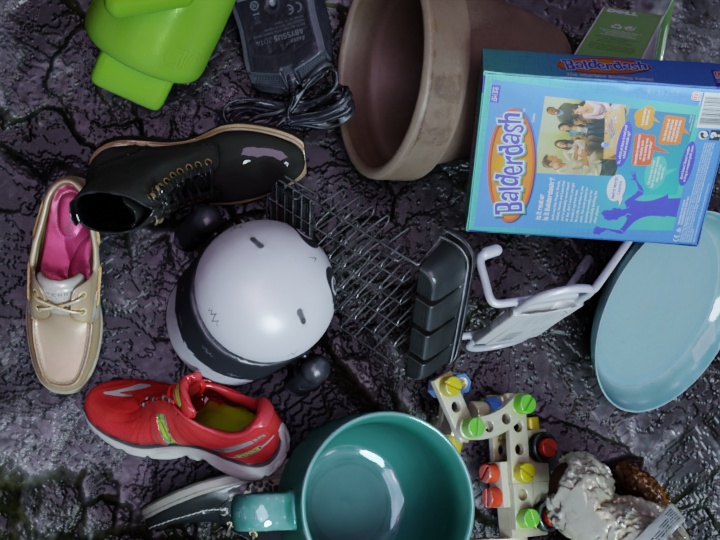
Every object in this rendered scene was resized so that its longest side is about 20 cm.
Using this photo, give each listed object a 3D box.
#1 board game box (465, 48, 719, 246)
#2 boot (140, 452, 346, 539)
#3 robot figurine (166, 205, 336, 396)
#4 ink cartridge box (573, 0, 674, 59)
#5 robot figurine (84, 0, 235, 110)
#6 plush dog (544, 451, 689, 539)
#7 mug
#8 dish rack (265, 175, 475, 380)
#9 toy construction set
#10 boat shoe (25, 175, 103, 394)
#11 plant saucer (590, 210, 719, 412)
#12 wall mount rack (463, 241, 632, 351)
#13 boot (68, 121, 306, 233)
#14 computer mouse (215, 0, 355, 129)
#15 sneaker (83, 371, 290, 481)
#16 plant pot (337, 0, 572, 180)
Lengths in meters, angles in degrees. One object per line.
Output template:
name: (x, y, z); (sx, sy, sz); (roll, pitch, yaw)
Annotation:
board game box: (0.191, -0.099, 0.942); (0.199, 0.045, 0.153); (4, 127, 1)
boot: (-0.085, 0.252, 1.037); (0.202, 0.073, 0.155); (-13, 83, -10)
robot figurine: (-0.095, 0.029, 0.986); (0.149, 0.200, 0.126); (17, 69, -16)
ink cartridge box: (0.231, -0.171, 1.041); (0.059, 0.200, 0.104); (14, 129, 18)
robot figurine: (-0.171, -0.248, 1.019); (0.115, 0.176, 0.201); (24, 112, -12)
plush dog: (0.252, 0.264, 1.029); (0.160, 0.172, 0.201); (3, 89, 26)
mug: (-0.008, 0.190, 0.974); (0.185, 0.114, 0.153); (33, 71, -11)
dish rack: (0.000, 0.000, 1.014); (0.199, 0.154, 0.055); (32, 50, 24)
toy construction set: (0.115, 0.191, 1.055); (0.130, 0.092, 0.201); (2, 95, -30)
boat shoe: (-0.271, 0.012, 1.037); (0.073, 0.069, 0.201); (0, 87, -5)
plant saucer: (0.281, 0.036, 1.063); (0.199, 0.027, 0.201); (-17, 121, -30)
wall mount rack: (0.166, 0.012, 1.030); (0.173, 0.200, 0.075); (-8, 75, -18)
boot: (-0.148, -0.071, 1.006); (0.199, 0.138, 0.078); (-7, 113, 3)
computer mouse: (-0.076, -0.224, 1.075); (0.138, 0.053, 0.201); (-7, 89, 17)
sneaker: (-0.155, 0.119, 1.011); (0.199, 0.085, 0.077); (8, 47, 17)
plant pot: (0.093, -0.176, 1.036); (0.174, 0.200, 0.202); (3, 87, -22)
